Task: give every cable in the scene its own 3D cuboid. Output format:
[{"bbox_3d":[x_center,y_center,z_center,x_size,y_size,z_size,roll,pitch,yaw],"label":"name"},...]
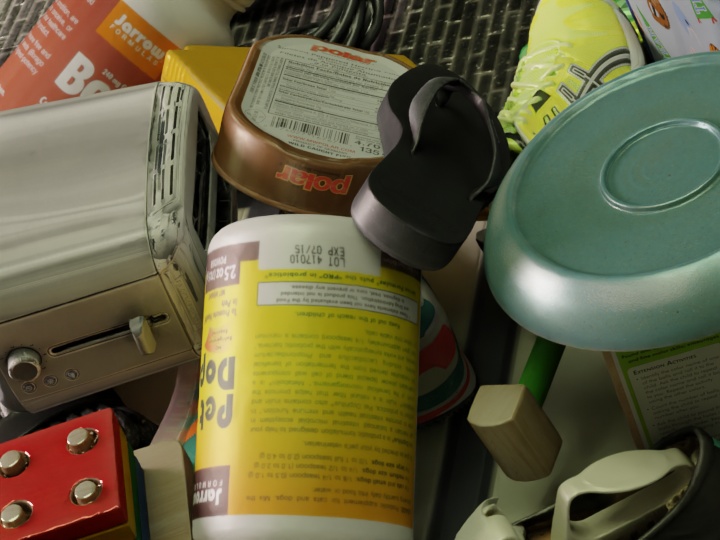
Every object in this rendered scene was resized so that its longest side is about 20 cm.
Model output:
[{"bbox_3d":[-0.070,-0.167,1.503,0.200,0.051,0.163,-34,34,-6],"label":"cable"}]

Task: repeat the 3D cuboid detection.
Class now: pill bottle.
[{"bbox_3d":[-0.153,-0.134,1.395,0.200,0.112,0.112,-50,39,6],"label":"pill bottle"},{"bbox_3d":[-0.026,0.080,1.077,0.109,0.109,0.201,-4,76,24],"label":"pill bottle"}]

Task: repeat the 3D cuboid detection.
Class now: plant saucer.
[{"bbox_3d":[0.147,-0.043,1.042,0.199,0.027,0.201,-18,37,14],"label":"plant saucer"}]

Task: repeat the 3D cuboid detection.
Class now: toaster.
[{"bbox_3d":[-0.139,-0.022,1.180,0.129,0.114,0.200,-12,40,9],"label":"toaster"}]

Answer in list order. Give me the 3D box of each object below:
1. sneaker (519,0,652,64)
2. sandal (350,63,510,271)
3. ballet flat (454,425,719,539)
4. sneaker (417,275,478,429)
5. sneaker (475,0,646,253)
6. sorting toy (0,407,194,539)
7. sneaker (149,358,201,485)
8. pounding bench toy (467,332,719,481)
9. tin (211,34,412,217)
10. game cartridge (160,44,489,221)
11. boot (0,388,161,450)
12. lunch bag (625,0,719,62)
[{"bbox_3d":[0.183,-0.153,1.323,0.199,0.074,0.084,-22,42,3],"label":"sneaker"},{"bbox_3d":[0.045,-0.060,1.116,0.043,0.076,0.200,-57,8,25],"label":"sandal"},{"bbox_3d":[0.090,0.130,1.043,0.199,0.069,0.068,-29,39,-5],"label":"ballet flat"},{"bbox_3d":[0.000,0.000,1.223,0.070,0.094,0.200,-28,38,-5],"label":"sneaker"},{"bbox_3d":[0.109,-0.081,1.220,0.075,0.076,0.201,-23,52,42],"label":"sneaker"},{"bbox_3d":[-0.177,0.169,1.051,0.199,0.070,0.199,-18,42,5],"label":"sorting toy"},{"bbox_3d":[-0.059,0.078,1.184,0.080,0.071,0.201,2,57,25],"label":"sneaker"},{"bbox_3d":[0.146,0.012,1.107,0.199,0.125,0.156,-17,38,10],"label":"pounding bench toy"},{"bbox_3d":[-0.018,-0.082,1.213,0.112,0.042,0.200,17,24,-3],"label":"tin"},{"bbox_3d":[-0.007,-0.084,1.306,0.176,0.033,0.200,0,25,-28],"label":"game cartridge"},{"bbox_3d":[-0.148,0.060,1.240,0.211,0.079,0.158,-49,36,-14],"label":"boot"},{"bbox_3d":[0.201,-0.137,1.191,0.075,0.200,0.160,-34,39,-7],"label":"lunch bag"}]
